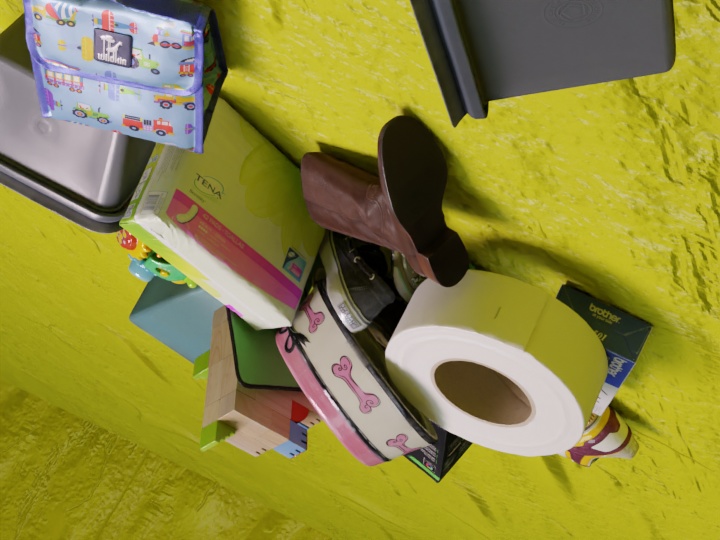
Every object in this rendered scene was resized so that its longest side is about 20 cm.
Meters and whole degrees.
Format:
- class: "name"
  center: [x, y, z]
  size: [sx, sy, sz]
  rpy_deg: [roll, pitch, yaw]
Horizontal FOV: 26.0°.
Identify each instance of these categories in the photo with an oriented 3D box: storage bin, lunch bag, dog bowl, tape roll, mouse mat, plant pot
- class: "storage bin"
  center: [-0.283, -0.158, 1.532]
  size: [0.200, 0.146, 0.134]
  rpy_deg: [29, 135, 5]
- class: "lunch bag"
  center: [-0.197, -0.194, 1.314]
  size: [0.150, 0.094, 0.200]
  rpy_deg: [13, 159, 2]
- class: "dog bowl"
  center: [-0.009, 0.109, 1.564]
  size: [0.200, 0.074, 0.200]
  rpy_deg: [54, -177, -4]
- class: "tape roll"
  center: [0.127, 0.089, 1.463]
  size: [0.202, 0.071, 0.202]
  rpy_deg: [21, 148, 14]
- class: "mouse mat"
  center: [-0.097, 0.026, 1.606]
  size: [0.008, 0.200, 0.161]
  rpy_deg: [-17, 166, 27]
- class: "storage bin"
  center: [0.102, -0.184, 0.861]
  size: [0.134, 0.146, 0.200]
  rpy_deg: [-3, 153, 11]
- class: "plant pot"
  center: [-0.140, 0.016, 1.785]
  size: [0.141, 0.141, 0.200]
  rpy_deg: [36, 151, -19]

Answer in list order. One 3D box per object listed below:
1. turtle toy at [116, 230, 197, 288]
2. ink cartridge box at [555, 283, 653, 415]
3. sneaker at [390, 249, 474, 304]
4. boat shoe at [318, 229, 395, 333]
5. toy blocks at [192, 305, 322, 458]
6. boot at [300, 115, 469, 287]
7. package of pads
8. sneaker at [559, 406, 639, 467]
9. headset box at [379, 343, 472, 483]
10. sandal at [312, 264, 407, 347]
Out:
- class: "turtle toy"
  center: [-0.219, -0.071, 1.662]
  size: [0.146, 0.101, 0.200]
  rpy_deg: [-38, 73, 54]
- class: "ink cartridge box"
  center: [0.219, 0.081, 1.532]
  size: [0.094, 0.044, 0.200]
  rpy_deg: [26, 162, 7]
- class: "sneaker"
  center: [0.091, 0.008, 1.537]
  size: [0.089, 0.077, 0.200]
  rpy_deg: [-17, 135, 18]
- class: "boat shoe"
  center: [0.000, 0.000, 1.548]
  size: [0.069, 0.057, 0.200]
  rpy_deg: [53, -170, -22]
- class: "toy blocks"
  center: [-0.093, 0.122, 1.646]
  size: [0.100, 0.200, 0.137]
  rpy_deg: [-31, 130, 34]
- class: "boot"
  center: [0.000, -0.084, 1.407]
  size: [0.200, 0.064, 0.186]
  rpy_deg: [31, 148, 47]
- class: "package of pads"
  center: [-0.122, -0.058, 1.511]
  size: [0.068, 0.155, 0.200]
  rpy_deg: [-8, 143, 42]
- class: "sneaker"
  center: [0.226, 0.185, 1.760]
  size: [0.090, 0.075, 0.200]
  rpy_deg: [43, 160, -21]
- class: "headset box"
  center: [0.055, 0.134, 1.792]
  size: [0.174, 0.093, 0.200]
  rpy_deg: [37, 160, 15]
- class: "sandal"
  center: [0.034, 0.053, 1.686]
  size: [0.200, 0.080, 0.054]
  rpy_deg: [29, 145, 23]
